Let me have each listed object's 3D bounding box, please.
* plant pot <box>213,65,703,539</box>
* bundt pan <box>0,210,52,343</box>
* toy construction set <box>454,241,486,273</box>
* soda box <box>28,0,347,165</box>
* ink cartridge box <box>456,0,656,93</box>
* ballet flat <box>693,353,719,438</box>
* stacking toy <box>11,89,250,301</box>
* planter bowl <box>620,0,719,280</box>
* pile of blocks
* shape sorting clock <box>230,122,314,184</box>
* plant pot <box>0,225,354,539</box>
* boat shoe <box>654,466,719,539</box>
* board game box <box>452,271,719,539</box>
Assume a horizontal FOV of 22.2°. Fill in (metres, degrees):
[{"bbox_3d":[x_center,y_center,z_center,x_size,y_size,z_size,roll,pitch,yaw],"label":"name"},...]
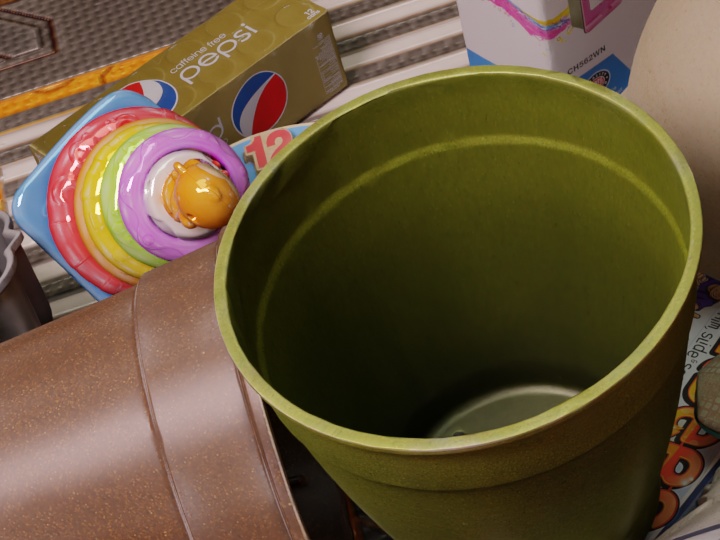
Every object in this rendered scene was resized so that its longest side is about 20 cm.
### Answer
[{"bbox_3d":[0.059,0.049,0.812,0.200,0.193,0.201,-9,49,10],"label":"plant pot"},{"bbox_3d":[-0.255,0.056,1.018,0.202,0.076,0.202,-24,29,14],"label":"bundt pan"},{"bbox_3d":[0.090,-0.021,0.974,0.131,0.092,0.200,-33,0,36],"label":"toy construction set"},{"bbox_3d":[-0.106,-0.100,1.169,0.200,0.064,0.068,-38,47,-22],"label":"soda box"},{"bbox_3d":[0.131,-0.198,1.096,0.144,0.200,0.085,-37,46,-20],"label":"ink cartridge box"},{"bbox_3d":[0.250,0.032,0.887,0.200,0.062,0.067,-10,39,-18],"label":"ballet flat"},{"bbox_3d":[-0.099,-0.038,0.963,0.110,0.116,0.200,-48,13,-13],"label":"stacking toy"},{"bbox_3d":[0.211,-0.076,0.926,0.135,0.200,0.200,-38,31,34],"label":"planter bowl"},{"bbox_3d":[0.000,0.000,0.926,0.082,0.200,0.062,-27,78,1],"label":"pile of blocks"},{"bbox_3d":[-0.039,-0.017,1.081,0.200,0.039,0.200,-9,43,9],"label":"shape sorting clock"},{"bbox_3d":[-0.121,0.101,0.874,0.198,0.200,0.200,-17,43,4],"label":"plant pot"},{"bbox_3d":[0.191,0.118,0.851,0.200,0.071,0.070,-21,37,-9],"label":"boat shoe"},{"bbox_3d":[0.138,0.073,0.936,0.135,0.034,0.200,23,56,35],"label":"board game box"}]
